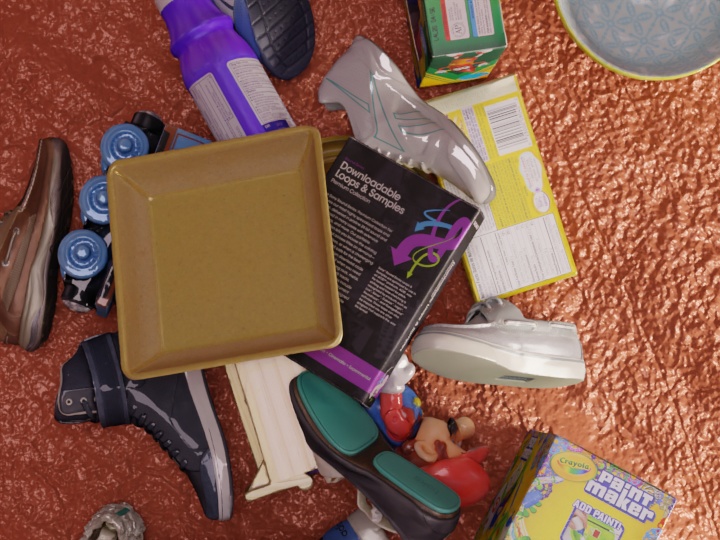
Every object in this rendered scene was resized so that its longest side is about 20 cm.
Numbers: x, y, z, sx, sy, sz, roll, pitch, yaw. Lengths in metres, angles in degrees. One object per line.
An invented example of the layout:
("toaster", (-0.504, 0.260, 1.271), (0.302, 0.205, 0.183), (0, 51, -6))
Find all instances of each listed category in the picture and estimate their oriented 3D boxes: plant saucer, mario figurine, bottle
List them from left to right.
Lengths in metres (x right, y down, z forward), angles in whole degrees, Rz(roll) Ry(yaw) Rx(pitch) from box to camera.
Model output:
("bottle", (-0.123, -0.174, 1.662), (0.065, 0.083, 0.201), (-33, 82, 21))
("plant saucer", (-0.116, -0.012, 1.583), (0.198, 0.048, 0.202), (-10, 75, 11))
("mario figurine", (0.050, 0.129, 1.648), (0.200, 0.123, 0.106), (46, 113, 16))

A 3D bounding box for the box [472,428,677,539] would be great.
("box", (0.169, 0.253, 1.602), (0.121, 0.200, 0.194), (27, 87, 1))

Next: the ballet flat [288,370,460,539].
("ballet flat", (0.002, 0.173, 1.581), (0.200, 0.073, 0.073), (40, 86, 22))

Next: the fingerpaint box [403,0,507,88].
("fingerpaint box", (0.076, -0.281, 1.654), (0.073, 0.167, 0.202), (-8, 87, -3))

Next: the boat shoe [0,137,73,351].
("boat shoe", (-0.314, -0.028, 1.680), (0.071, 0.076, 0.202), (9, 84, 2))

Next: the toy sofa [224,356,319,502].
("toy sofa", (-0.087, 0.106, 1.665), (0.097, 0.083, 0.201), (-18, 88, -4))

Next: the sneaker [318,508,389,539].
("sneaker", (0.015, 0.330, 1.655), (0.111, 0.077, 0.201), (-34, 86, -5))

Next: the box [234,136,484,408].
("box", (0.000, 0.000, 1.597), (0.142, 0.036, 0.201), (31, 86, 19))

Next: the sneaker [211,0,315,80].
("sneaker", (-0.114, -0.270, 1.704), (0.074, 0.082, 0.201), (-39, 106, -28))

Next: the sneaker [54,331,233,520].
("sneaker", (-0.202, 0.148, 1.659), (0.145, 0.077, 0.204), (-16, 77, -13))

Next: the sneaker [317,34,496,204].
("sneaker", (0.043, -0.124, 1.671), (0.080, 0.070, 0.200), (-45, 78, -2))

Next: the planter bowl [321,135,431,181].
("planter bowl", (-0.013, -0.031, 1.677), (0.199, 0.083, 0.202), (0, 86, -1))

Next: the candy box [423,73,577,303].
("candy box", (0.128, -0.076, 1.710), (0.102, 0.026, 0.201), (-17, 86, 2))

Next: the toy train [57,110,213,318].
("toy train", (-0.205, -0.047, 1.668), (0.114, 0.087, 0.201), (20, 77, -3))

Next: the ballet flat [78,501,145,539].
("ballet flat", (-0.261, 0.307, 1.661), (0.071, 0.072, 0.201), (22, 87, 1))

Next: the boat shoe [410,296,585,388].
("boat shoe", (0.125, 0.063, 1.649), (0.200, 0.070, 0.072), (11, 68, -38))

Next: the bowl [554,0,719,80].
("bowl", (0.269, -0.269, 1.685), (0.198, 0.108, 0.202), (0, 86, -1))
